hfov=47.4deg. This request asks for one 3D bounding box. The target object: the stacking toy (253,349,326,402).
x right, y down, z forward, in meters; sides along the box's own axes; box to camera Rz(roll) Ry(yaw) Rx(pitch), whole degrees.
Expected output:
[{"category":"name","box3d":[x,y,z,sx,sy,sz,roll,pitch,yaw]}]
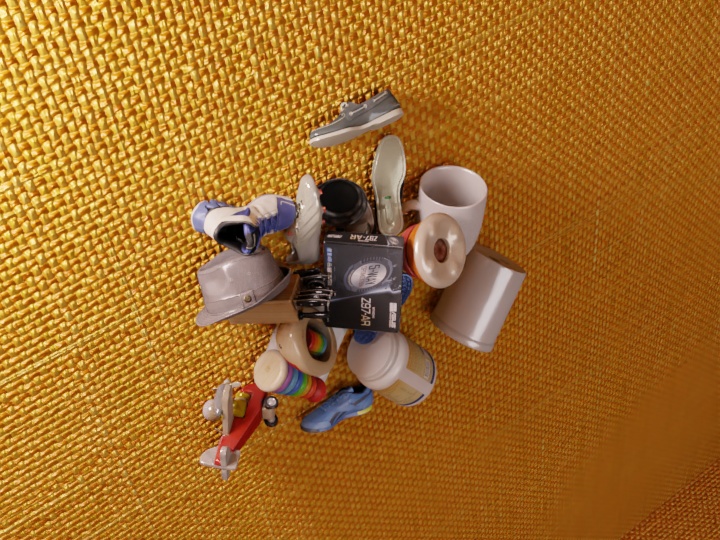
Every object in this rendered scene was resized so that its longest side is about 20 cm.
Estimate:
[{"category":"stacking toy","box3d":[-0.136,0.232,1.734,0.086,0.085,0.199,-53,142,4]}]

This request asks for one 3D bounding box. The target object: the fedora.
[{"category":"fedora","box3d":[-0.228,0.013,1.501,0.195,0.177,0.092,-20,108,5]}]

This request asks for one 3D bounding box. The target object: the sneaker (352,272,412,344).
[{"category":"sneaker","box3d":[0.041,0.064,1.773,0.069,0.079,0.201,26,118,-23]}]

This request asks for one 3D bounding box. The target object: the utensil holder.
[{"category":"utensil holder","box3d":[0.277,0.060,1.926,0.167,0.169,0.204,11,109,-42]}]

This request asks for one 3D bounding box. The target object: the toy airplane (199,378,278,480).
[{"category":"toy airplane","box3d":[-0.270,0.318,1.672,0.204,0.139,0.199,-66,163,3]}]

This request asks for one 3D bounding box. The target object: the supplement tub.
[{"category":"supplement tub","box3d":[0.072,0.215,1.878,0.145,0.144,0.199,-51,136,2]}]

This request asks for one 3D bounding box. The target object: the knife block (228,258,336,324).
[{"category":"knife block","box3d":[-0.148,0.064,1.574,0.198,0.175,0.065,-34,134,-15]}]

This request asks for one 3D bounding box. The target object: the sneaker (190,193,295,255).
[{"category":"sneaker","box3d":[-0.197,-0.075,1.485,0.196,0.115,0.082,-8,125,-35]}]

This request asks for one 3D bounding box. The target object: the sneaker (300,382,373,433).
[{"category":"sneaker","box3d":[-0.057,0.310,1.901,0.196,0.066,0.080,-18,117,-30]}]

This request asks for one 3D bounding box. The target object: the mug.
[{"category":"mug","box3d":[0.164,-0.106,1.751,0.194,0.149,0.178,-5,132,-10]}]

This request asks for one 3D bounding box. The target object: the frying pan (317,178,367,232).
[{"category":"frying pan","box3d":[-0.028,-0.109,1.628,0.112,0.031,0.192,-18,130,13]}]

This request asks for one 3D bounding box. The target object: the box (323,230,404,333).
[{"category":"box","box3d":[0.006,0.024,1.630,0.156,0.044,0.204,5,122,5]}]

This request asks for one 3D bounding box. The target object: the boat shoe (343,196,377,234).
[{"category":"boat shoe","box3d":[0.003,-0.076,1.701,0.065,0.058,0.204,-5,125,7]}]

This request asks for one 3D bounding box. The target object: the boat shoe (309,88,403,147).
[{"category":"boat shoe","box3d":[-0.015,-0.287,1.547,0.196,0.073,0.063,-23,87,-17]}]

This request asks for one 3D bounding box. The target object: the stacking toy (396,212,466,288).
[{"category":"stacking toy","box3d":[0.106,-0.040,1.682,0.144,0.197,0.151,0,90,-41]}]

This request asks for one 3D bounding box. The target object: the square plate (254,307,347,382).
[{"category":"square plate","box3d":[-0.114,0.166,1.777,0.195,0.028,0.204,8,112,-42]}]

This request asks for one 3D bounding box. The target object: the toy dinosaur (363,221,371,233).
[{"category":"toy dinosaur","box3d":[0.000,0.000,1.673,0.099,0.078,0.204,-3,130,-3]}]

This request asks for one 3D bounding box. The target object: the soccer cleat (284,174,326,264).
[{"category":"soccer cleat","box3d":[-0.110,-0.090,1.576,0.076,0.070,0.204,-13,133,-17]}]

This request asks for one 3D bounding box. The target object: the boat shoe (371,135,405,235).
[{"category":"boat shoe","box3d":[0.055,-0.176,1.668,0.070,0.068,0.205,-2,110,-4]}]

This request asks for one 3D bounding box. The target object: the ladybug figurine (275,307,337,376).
[{"category":"ladybug figurine","box3d":[-0.111,0.146,1.668,0.199,0.070,0.139,35,50,-59]}]
